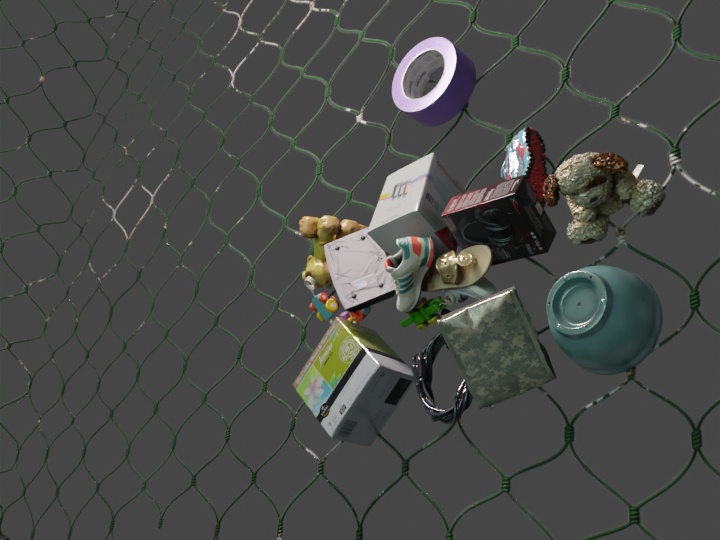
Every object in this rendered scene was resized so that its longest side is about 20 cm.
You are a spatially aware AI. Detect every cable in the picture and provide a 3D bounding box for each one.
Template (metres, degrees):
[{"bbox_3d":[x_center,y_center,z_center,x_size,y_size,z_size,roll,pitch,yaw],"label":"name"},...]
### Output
[{"bbox_3d":[0.187,0.226,1.679,0.163,0.051,0.200,-31,50,26],"label":"cable"}]

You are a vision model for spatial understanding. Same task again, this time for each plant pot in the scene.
[{"bbox_3d":[0.418,0.076,1.444,0.200,0.134,0.201,-21,59,38],"label":"plant pot"}]

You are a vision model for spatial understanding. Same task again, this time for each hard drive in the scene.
[{"bbox_3d":[0.000,0.000,1.827,0.135,0.042,0.200,-22,51,2],"label":"hard drive"}]

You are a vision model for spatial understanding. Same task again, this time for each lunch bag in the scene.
[{"bbox_3d":[0.264,0.151,1.544,0.164,0.118,0.200,-24,86,12],"label":"lunch bag"}]

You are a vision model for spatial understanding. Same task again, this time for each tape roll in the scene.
[{"bbox_3d":[0.178,-0.462,1.965,0.200,0.085,0.201,-20,60,38],"label":"tape roll"}]

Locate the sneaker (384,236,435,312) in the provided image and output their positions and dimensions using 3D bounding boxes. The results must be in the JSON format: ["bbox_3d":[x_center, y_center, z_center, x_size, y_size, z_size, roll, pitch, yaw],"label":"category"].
[{"bbox_3d":[0.089,0.005,1.699,0.070,0.093,0.200,-98,20,-46],"label":"sneaker"}]

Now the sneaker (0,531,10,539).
[{"bbox_3d":[-1.253,0.940,2.788,0.088,0.076,0.200,-39,51,6],"label":"sneaker"}]

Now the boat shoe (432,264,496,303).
[{"bbox_3d":[0.211,0.033,1.730,0.201,0.070,0.072,31,114,47],"label":"boat shoe"}]

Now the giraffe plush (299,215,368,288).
[{"bbox_3d":[-0.085,-0.038,1.989,0.200,0.172,0.163,-6,75,58],"label":"giraffe plush"}]

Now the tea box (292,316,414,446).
[{"bbox_3d":[-0.016,0.249,1.800,0.200,0.133,0.197,-57,42,10],"label":"tea box"}]

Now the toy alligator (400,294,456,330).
[{"bbox_3d":[0.157,0.079,1.748,0.054,0.059,0.200,-42,5,-38],"label":"toy alligator"}]

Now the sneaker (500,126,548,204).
[{"bbox_3d":[0.344,-0.200,1.702,0.095,0.079,0.200,-30,45,49],"label":"sneaker"}]

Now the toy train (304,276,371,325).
[{"bbox_3d":[-0.042,0.079,1.917,0.200,0.056,0.151,25,134,36],"label":"toy train"}]

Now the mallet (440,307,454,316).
[{"bbox_3d":[0.237,0.122,1.682,0.200,0.041,0.066,9,81,52],"label":"mallet"}]

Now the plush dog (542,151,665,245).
[{"bbox_3d":[0.440,-0.164,1.501,0.200,0.172,0.161,-29,53,34],"label":"plush dog"}]

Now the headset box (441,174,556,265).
[{"bbox_3d":[0.275,-0.093,1.644,0.200,0.149,0.077,-15,28,39],"label":"headset box"}]

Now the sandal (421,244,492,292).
[{"bbox_3d":[0.176,0.001,1.665,0.212,0.070,0.078,-24,67,48],"label":"sandal"}]

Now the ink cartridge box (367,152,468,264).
[{"bbox_3d":[0.132,-0.127,1.770,0.144,0.145,0.200,-23,33,38],"label":"ink cartridge box"}]
